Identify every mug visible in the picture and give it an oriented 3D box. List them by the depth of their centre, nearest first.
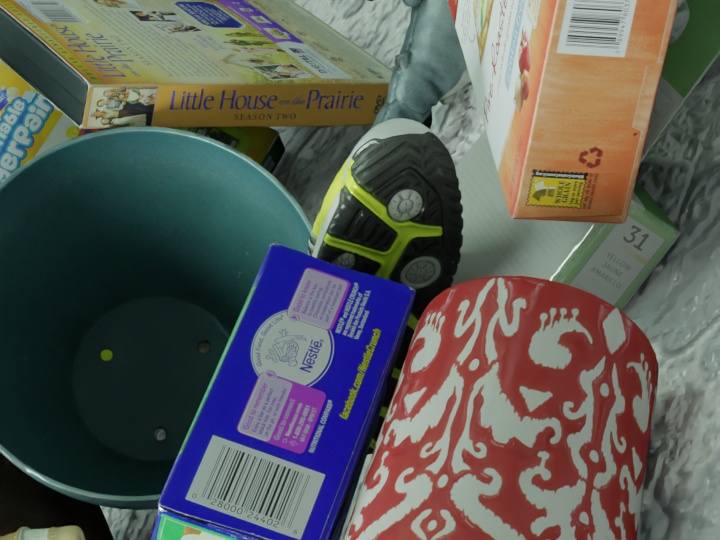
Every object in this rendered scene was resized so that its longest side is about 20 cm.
[{"bbox_3d":[0.035,0.114,1.134,0.177,0.134,0.200,-5,50,29],"label":"mug"}]

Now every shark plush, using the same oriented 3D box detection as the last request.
[{"bbox_3d":[0.033,-0.141,1.464,0.200,0.083,0.091,-63,27,-7],"label":"shark plush"}]

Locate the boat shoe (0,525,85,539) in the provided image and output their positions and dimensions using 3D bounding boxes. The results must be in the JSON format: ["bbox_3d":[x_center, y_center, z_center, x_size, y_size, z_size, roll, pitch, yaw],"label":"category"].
[{"bbox_3d":[-0.127,0.211,1.305,0.076,0.200,0.072,-16,29,5],"label":"boat shoe"}]

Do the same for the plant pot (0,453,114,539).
[{"bbox_3d":[-0.195,0.186,1.449,0.187,0.187,0.200,-47,15,23],"label":"plant pot"}]

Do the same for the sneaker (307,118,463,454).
[{"bbox_3d":[0.000,0.000,1.290,0.200,0.075,0.077,101,157,-45],"label":"sneaker"}]

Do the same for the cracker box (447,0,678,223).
[{"bbox_3d":[0.087,-0.132,1.225,0.200,0.057,0.134,-101,17,-54],"label":"cracker box"}]

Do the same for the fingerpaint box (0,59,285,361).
[{"bbox_3d":[-0.164,-0.029,1.589,0.200,0.167,0.073,-62,-4,-4],"label":"fingerpaint box"}]

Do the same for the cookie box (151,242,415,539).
[{"bbox_3d":[-0.049,0.119,1.222,0.171,0.075,0.200,-68,-4,-46],"label":"cookie box"}]

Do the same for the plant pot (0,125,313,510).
[{"bbox_3d":[-0.114,0.041,1.449,0.135,0.200,0.201,90,-159,-72],"label":"plant pot"}]

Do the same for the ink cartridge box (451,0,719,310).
[{"bbox_3d":[0.111,-0.055,1.283,0.200,0.048,0.146,-52,27,11],"label":"ink cartridge box"}]

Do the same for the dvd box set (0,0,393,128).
[{"bbox_3d":[-0.094,-0.117,1.512,0.146,0.199,0.029,38,124,50],"label":"dvd box set"}]
